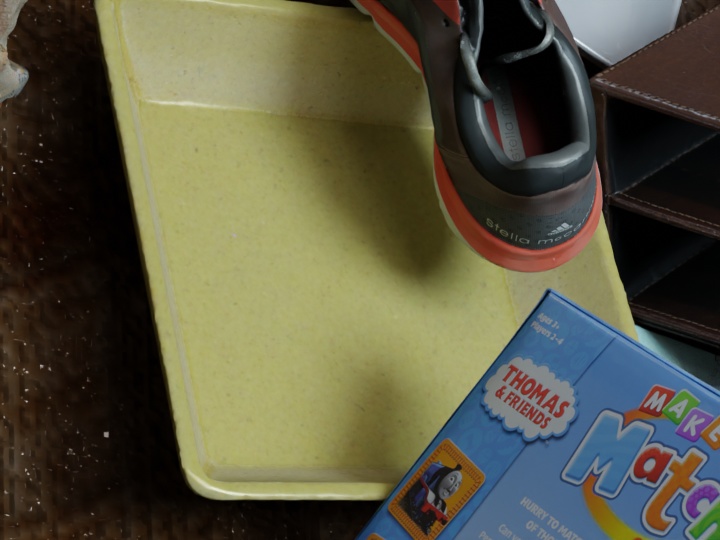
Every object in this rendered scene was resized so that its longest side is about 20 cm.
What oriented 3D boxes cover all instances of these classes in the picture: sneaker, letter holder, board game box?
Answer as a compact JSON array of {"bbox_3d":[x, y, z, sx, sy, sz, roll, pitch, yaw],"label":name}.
[{"bbox_3d":[0.042,-0.103,0.889,0.077,0.082,0.201,-19,71,-13],"label":"sneaker"},{"bbox_3d":[0.205,-0.049,0.979,0.200,0.142,0.101,-30,127,-38],"label":"letter holder"},{"bbox_3d":[0.046,0.115,0.766,0.037,0.151,0.200,39,87,-35],"label":"board game box"}]

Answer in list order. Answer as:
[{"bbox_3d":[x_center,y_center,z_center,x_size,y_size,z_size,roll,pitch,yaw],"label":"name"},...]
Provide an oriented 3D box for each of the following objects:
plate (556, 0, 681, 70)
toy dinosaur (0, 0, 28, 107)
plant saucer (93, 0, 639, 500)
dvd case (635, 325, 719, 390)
[{"bbox_3d":[0.060,-0.195,1.043,0.199,0.032,0.201,30,56,-16],"label":"plate"},{"bbox_3d":[-0.150,-0.125,0.775,0.200,0.135,0.086,51,10,-25],"label":"toy dinosaur"},{"bbox_3d":[0.000,0.000,0.896,0.199,0.048,0.201,4,60,-31],"label":"plant saucer"},{"bbox_3d":[0.144,0.104,0.967,0.199,0.022,0.147,21,59,-24],"label":"dvd case"}]
